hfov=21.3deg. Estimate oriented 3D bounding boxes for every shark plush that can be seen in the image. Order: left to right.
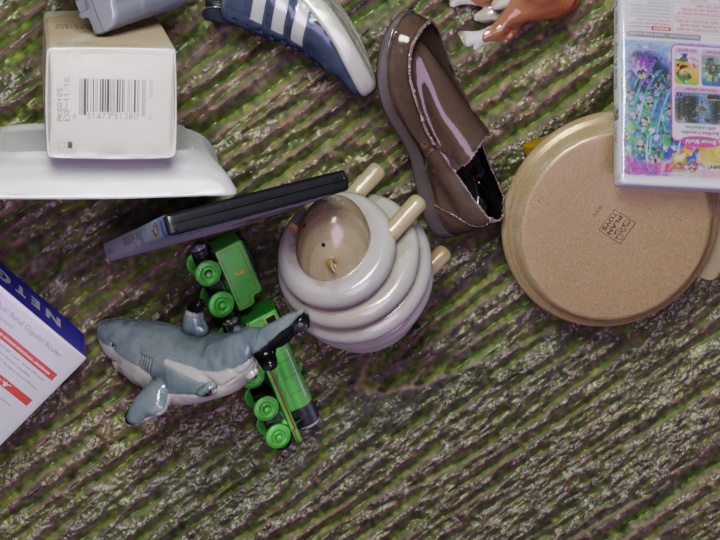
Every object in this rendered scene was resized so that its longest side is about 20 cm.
[{"bbox_3d":[-0.129,0.063,1.518,0.090,0.199,0.084,-26,99,-43],"label":"shark plush"}]

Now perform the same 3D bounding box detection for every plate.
[{"bbox_3d":[-0.199,-0.085,1.422,0.197,0.200,0.033,-2,102,-9],"label":"plate"}]

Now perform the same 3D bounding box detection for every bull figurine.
[{"bbox_3d":[0.099,-0.272,1.473,0.120,0.065,0.201,-25,112,5],"label":"bull figurine"}]

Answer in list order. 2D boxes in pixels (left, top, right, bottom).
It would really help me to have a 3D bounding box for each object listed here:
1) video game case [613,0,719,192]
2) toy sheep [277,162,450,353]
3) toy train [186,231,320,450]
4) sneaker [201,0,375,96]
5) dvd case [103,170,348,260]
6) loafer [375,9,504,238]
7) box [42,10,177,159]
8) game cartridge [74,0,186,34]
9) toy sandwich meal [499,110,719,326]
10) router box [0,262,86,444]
[{"bbox_3d":[0.299,-0.153,1.535,0.198,0.024,0.184,2,83,-12],"label":"video game case"},{"bbox_3d":[0.000,0.000,1.527,0.137,0.139,0.200,-30,146,3],"label":"toy sheep"},{"bbox_3d":[-0.086,0.059,1.587,0.056,0.042,0.202,-27,114,-10],"label":"toy train"},{"bbox_3d":[-0.071,-0.201,1.470,0.084,0.075,0.200,-37,107,11],"label":"sneaker"},{"bbox_3d":[-0.105,-0.040,1.445,0.141,0.200,0.018,-15,90,-21],"label":"dvd case"},{"bbox_3d":[0.072,-0.117,1.516,0.070,0.073,0.201,3,130,34],"label":"loafer"},{"bbox_3d":[-0.186,-0.138,1.396,0.094,0.200,0.079,-1,105,-11],"label":"box"},{"bbox_3d":[-0.188,-0.277,1.371,0.041,0.133,0.202,-16,100,31],"label":"game cartridge"},{"bbox_3d":[0.210,-0.049,1.584,0.203,0.070,0.207,-2,111,-6],"label":"toy sandwich meal"},{"bbox_3d":[-0.351,0.062,1.533,0.179,0.049,0.200,-43,113,8],"label":"router box"}]
